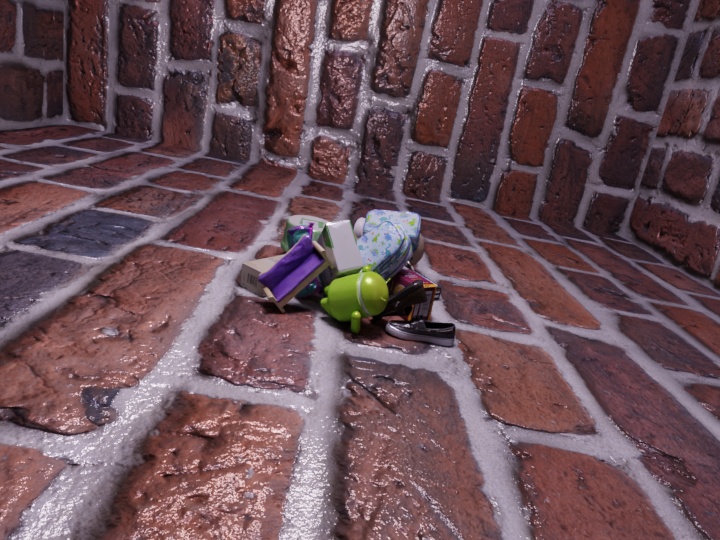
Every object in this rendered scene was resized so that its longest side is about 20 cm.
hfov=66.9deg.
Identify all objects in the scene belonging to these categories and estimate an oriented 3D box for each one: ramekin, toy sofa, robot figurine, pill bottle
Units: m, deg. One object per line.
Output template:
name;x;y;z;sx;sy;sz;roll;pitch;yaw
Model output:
ramekin;-0.175;-0.118;1.885;0.193;0.101;0.201;11;19;-4
toy sofa;-0.178;0.006;1.482;0.098;0.199;0.083;53;-7;-33
robot figurine;-0.010;0.070;1.461;0.195;0.117;0.179;-14;42;29
pill bottle;0.071;-0.146;2.229;0.196;0.116;0.111;23;21;31

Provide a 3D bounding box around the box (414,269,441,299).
box;0.154;0.040;1.840;0.155;0.048;0.199;-1;22;-33

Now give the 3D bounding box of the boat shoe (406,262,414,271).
boat shoe;0.100;-0.029;1.843;0.063;0.075;0.199;-37;52;-24

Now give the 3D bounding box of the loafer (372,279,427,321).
loafer;0.104;0.099;1.493;0.072;0.198;0.073;-28;85;-50

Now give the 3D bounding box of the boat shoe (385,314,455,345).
boat shoe;0.167;0.153;1.485;0.193;0.069;0.070;12;17;1

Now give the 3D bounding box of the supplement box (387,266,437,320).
supplement box;0.131;0.062;1.658;0.083;0.114;0.199;-2;22;-36

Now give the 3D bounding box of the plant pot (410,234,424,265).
plant pot;0.116;-0.077;1.975;0.196;0.206;0.134;22;43;30

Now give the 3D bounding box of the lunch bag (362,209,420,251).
lunch bag;0.108;-0.136;1.849;0.192;0.085;0.163;5;39;8

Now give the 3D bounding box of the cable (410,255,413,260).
cable;0.072;-0.045;1.766;0.194;0.052;0.097;8;10;-24

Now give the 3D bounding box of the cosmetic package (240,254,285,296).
cosmetic package;-0.254;0.011;1.631;0.101;0.076;0.198;22;22;29

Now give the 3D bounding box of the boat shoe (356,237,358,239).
boat shoe;-0.020;-0.073;1.902;0.200;0.072;0.068;44;31;-41

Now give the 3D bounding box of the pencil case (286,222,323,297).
pencil case;-0.161;-0.029;1.590;0.090;0.208;0.084;-10;1;30

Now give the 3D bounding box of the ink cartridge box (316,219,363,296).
ink cartridge box;-0.072;-0.032;1.587;0.080;0.151;0.200;-11;-18;-22

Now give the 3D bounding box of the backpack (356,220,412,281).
backpack;0.062;-0.050;1.614;0.195;0.156;0.165;-25;51;-8
